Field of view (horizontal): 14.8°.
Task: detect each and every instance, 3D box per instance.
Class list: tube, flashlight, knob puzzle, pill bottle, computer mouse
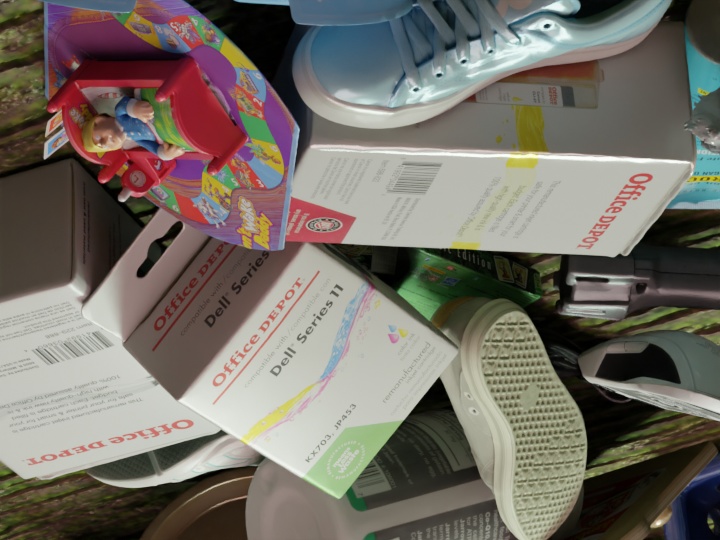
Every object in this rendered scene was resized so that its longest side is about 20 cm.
[{"bbox_3d":[0.190,-0.082,1.494,0.077,0.051,0.200,5,154,3],"label":"tube"},{"bbox_3d":[0.214,0.008,1.634,0.198,0.068,0.068,3,123,-4],"label":"flashlight"},{"bbox_3d":[0.128,0.195,1.806,0.219,0.220,0.031,-30,99,38],"label":"knob puzzle"},{"bbox_3d":[0.037,0.148,1.751,0.199,0.114,0.113,-11,159,-35],"label":"pill bottle"},{"bbox_3d":[0.173,0.056,1.664,0.109,0.044,0.200,22,174,-28],"label":"computer mouse"}]

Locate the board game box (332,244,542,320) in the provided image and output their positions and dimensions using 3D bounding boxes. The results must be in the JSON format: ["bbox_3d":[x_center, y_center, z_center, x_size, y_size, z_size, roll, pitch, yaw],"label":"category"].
[{"bbox_3d":[0.000,0.000,1.632,0.199,0.024,0.105,22,139,-36],"label":"board game box"}]

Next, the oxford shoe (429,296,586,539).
[{"bbox_3d":[0.088,0.086,1.676,0.058,0.075,0.201,24,149,39],"label":"oxford shoe"}]

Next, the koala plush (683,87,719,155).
[{"bbox_3d":[0.271,-0.071,1.372,0.199,0.185,0.177,-17,147,20],"label":"koala plush"}]

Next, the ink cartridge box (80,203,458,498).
[{"bbox_3d":[-0.049,0.035,1.549,0.117,0.067,0.200,-51,137,4],"label":"ink cartridge box"}]

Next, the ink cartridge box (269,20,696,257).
[{"bbox_3d":[0.057,-0.071,1.434,0.198,0.084,0.145,3,160,-11],"label":"ink cartridge box"}]

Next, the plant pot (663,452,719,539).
[{"bbox_3d":[0.335,0.223,1.891,0.199,0.201,0.180,-19,154,25],"label":"plant pot"}]

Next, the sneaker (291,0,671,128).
[{"bbox_3d":[0.063,-0.129,1.332,0.199,0.074,0.082,-20,166,-19],"label":"sneaker"}]

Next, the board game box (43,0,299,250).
[{"bbox_3d":[-0.108,-0.070,1.392,0.158,0.039,0.200,34,154,12],"label":"board game box"}]

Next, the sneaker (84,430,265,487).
[{"bbox_3d":[-0.082,0.102,1.755,0.199,0.071,0.080,-15,151,18],"label":"sneaker"}]

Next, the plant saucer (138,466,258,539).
[{"bbox_3d":[-0.063,0.232,1.869,0.198,0.202,0.029,-2,171,-2],"label":"plant saucer"}]

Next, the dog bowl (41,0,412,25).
[{"bbox_3d":[-0.071,-0.154,1.280,0.198,0.112,0.050,3,109,-11],"label":"dog bowl"}]

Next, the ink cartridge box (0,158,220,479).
[{"bbox_3d":[-0.181,0.033,1.608,0.145,0.085,0.200,-15,148,18],"label":"ink cartridge box"}]
